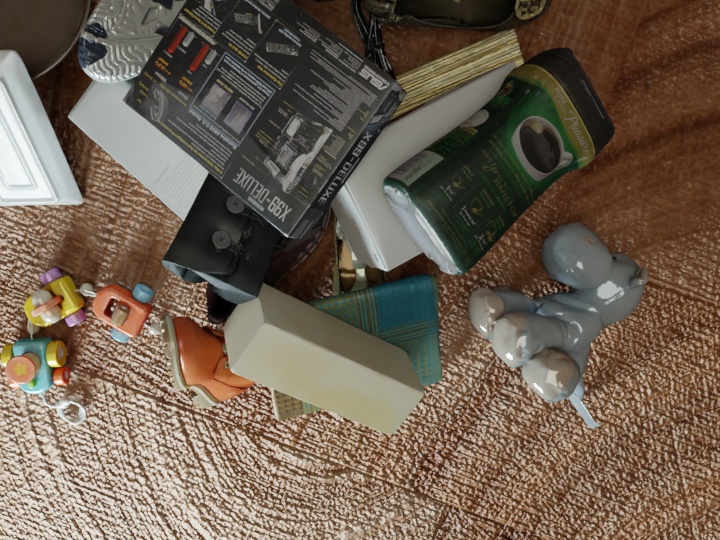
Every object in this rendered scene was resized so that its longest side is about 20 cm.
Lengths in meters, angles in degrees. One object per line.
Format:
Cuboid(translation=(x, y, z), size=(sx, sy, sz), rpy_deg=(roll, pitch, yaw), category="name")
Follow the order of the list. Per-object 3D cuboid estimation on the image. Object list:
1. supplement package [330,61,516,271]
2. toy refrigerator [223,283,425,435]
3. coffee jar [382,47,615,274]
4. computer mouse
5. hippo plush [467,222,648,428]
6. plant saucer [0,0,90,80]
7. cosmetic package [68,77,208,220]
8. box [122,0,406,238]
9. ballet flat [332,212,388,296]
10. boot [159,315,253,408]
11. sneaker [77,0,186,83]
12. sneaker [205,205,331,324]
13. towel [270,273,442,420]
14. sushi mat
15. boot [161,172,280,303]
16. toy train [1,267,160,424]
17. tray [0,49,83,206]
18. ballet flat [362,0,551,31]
Cuboid(translation=(0.070, -0.101, 0.755), size=(0.198, 0.121, 0.121), rpy_deg=(-29, 100, -10), category="supplement package")
Cuboid(translation=(-0.037, 0.093, 0.774), size=(0.199, 0.076, 0.070), rpy_deg=(28, 109, -29), category="toy refrigerator")
Cuboid(translation=(0.122, -0.097, 0.661), size=(0.199, 0.085, 0.105), rpy_deg=(-40, 109, -7), category="coffee jar")
Cuboid(translation=(-0.065, -0.232, 0.811), size=(0.197, 0.046, 0.143), rpy_deg=(-7, 95, 8), category="computer mouse")
Cuboid(translation=(0.226, 0.046, 0.793), size=(0.200, 0.159, 0.161), rpy_deg=(41, 101, -4), category="hippo plush")
Cuboid(translation=(-0.375, -0.279, 0.803), size=(0.197, 0.032, 0.203), rpy_deg=(-1, 78, 3), category="plant saucer")
Cuboid(translation=(-0.197, -0.123, 0.815), size=(0.200, 0.101, 0.071), rpy_deg=(42, 100, -6), category="cosmetic package")
Cuboid(translation=(-0.084, -0.150, 0.661), size=(0.199, 0.050, 0.159), rpy_deg=(38, 99, 9), category="box")
Cuboid(translation=(0.000, 0.000, 0.844), size=(0.070, 0.071, 0.203), rpy_deg=(-3, 101, 4), category="ballet flat")
Cuboid(translation=(-0.149, 0.087, 0.817), size=(0.106, 0.200, 0.076), rpy_deg=(-15, 69, 1), category="boot")
Cuboid(translation=(-0.218, -0.266, 0.771), size=(0.079, 0.129, 0.201), rpy_deg=(34, 78, -28), category="sneaker")
Cuboid(translation=(-0.101, -0.018, 0.819), size=(0.075, 0.116, 0.201), rpy_deg=(33, 101, 0), category="sneaker")
Cuboid(translation=(-0.007, 0.084, 0.835), size=(0.197, 0.022, 0.148), rpy_deg=(-12, 122, -10), category="towel")
Cuboid(translation=(0.088, -0.181, 0.832), size=(0.198, 0.012, 0.097), rpy_deg=(-22, 99, 7), category="sushi mat")
Cuboid(translation=(-0.143, -0.089, 0.732), size=(0.163, 0.066, 0.202), rpy_deg=(22, 77, -10), category="boot")
Cuboid(translation=(-0.334, 0.085, 0.885), size=(0.149, 0.056, 0.201), rpy_deg=(35, 100, -3), category="toy train")
Cuboid(translation=(-0.376, -0.137, 0.803), size=(0.106, 0.022, 0.202), rpy_deg=(0, 138, 4), category="tray")
Cuboid(translation=(0.101, -0.272, 0.774), size=(0.197, 0.047, 0.068), rpy_deg=(0, 127, -6), category="ballet flat")
